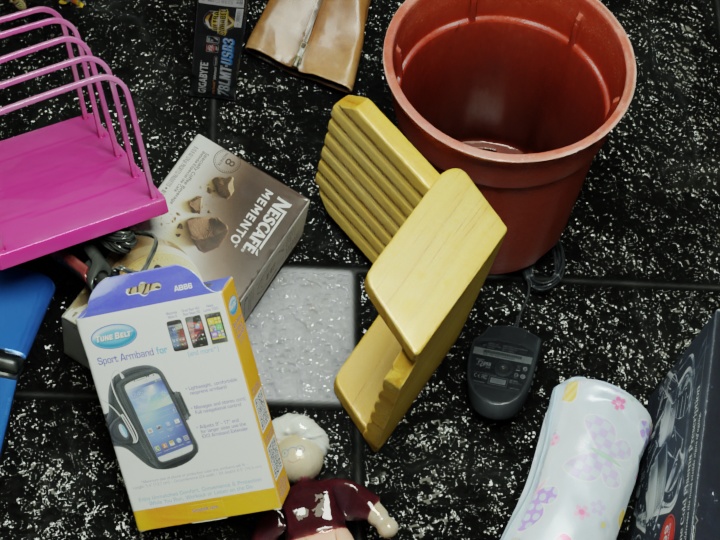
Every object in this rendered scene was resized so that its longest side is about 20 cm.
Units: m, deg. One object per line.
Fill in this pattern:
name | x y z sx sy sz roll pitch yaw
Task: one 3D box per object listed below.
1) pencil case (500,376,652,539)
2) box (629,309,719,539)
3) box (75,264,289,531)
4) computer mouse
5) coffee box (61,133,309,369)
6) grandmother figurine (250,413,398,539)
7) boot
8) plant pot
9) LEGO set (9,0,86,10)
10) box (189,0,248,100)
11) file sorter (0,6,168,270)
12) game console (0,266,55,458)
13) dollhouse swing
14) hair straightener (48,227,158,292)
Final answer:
pencil case | 0.162 0.184 1.335 0.090 0.083 0.201 25 63 3
box | 0.284 0.165 1.308 0.103 0.182 0.201 14 62 -1
box | -0.135 0.091 1.274 0.118 0.041 0.202 -10 104 13
computer mouse | 0.134 0.044 1.433 0.058 0.034 0.201 13 57 14
coffee box | -0.140 0.004 1.376 0.113 0.080 0.201 31 64 7
grandmother figurine | -0.031 0.205 1.308 0.120 0.061 0.201 -12 67 -9
boot | 0.014 -0.256 1.514 0.187 0.069 0.201 18 75 2
plant pot | 0.112 -0.110 1.398 0.199 0.196 0.202 1 56 -2
LEGO set | -0.306 -0.253 1.438 0.153 0.200 0.117 23 96 -20
box | -0.112 -0.283 1.456 0.049 0.199 0.201 8 64 -7
file sorter | -0.260 -0.115 1.338 0.138 0.126 0.200 -20 32 -17
game console | -0.354 0.070 1.302 0.198 0.118 0.172 14 94 -2
dollhouse swing | 0.000 0.000 1.333 0.175 0.200 0.182 34 64 8
hair straightener | -0.216 -0.035 1.339 0.077 0.041 0.200 -45 34 -10
